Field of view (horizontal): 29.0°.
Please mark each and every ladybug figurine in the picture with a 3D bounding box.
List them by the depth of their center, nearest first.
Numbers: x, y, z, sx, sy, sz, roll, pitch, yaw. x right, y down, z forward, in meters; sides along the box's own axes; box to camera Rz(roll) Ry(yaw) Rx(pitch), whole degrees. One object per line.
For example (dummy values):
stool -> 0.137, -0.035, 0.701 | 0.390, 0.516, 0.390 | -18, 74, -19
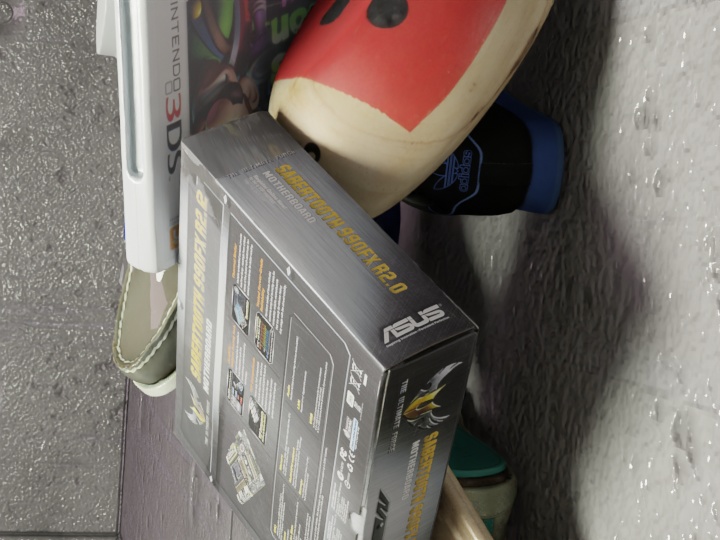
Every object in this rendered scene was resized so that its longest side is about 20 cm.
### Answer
ladybug figurine -> 0.022, -0.113, 0.658 | 0.200, 0.072, 0.136 | -57, 27, -16

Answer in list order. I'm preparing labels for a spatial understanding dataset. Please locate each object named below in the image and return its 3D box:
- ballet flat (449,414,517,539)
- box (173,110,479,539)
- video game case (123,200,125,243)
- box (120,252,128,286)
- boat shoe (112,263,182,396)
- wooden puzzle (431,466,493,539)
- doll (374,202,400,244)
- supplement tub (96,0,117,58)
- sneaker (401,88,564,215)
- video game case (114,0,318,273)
ballet flat -> 0.032, 0.105, 0.783 | 0.200, 0.067, 0.063 | -129, 36, -70
box -> -0.026, 0.054, 0.638 | 0.158, 0.048, 0.201 | 47, 145, 35
video game case -> -0.080, -0.115, 1.033 | 0.045, 0.180, 0.201 | 147, 125, -74
box -> -0.076, 0.010, 0.839 | 0.200, 0.048, 0.159 | 54, 139, 38
boat shoe -> -0.092, -0.036, 0.737 | 0.072, 0.060, 0.203 | 6, 72, 41
wooden puzzle -> 0.031, 0.158, 0.699 | 0.200, 0.037, 0.185 | 54, 148, 24
doll -> 0.000, 0.000, 0.882 | 0.136, 0.048, 0.201 | 32, -110, -71
supplement tub -> -0.110, -0.228, 1.134 | 0.145, 0.199, 0.146 | -177, 90, -76
sneaker -> 0.041, -0.072, 0.756 | 0.200, 0.077, 0.071 | -142, 57, -72
video game case -> -0.044, -0.116, 0.679 | 0.200, 0.023, 0.183 | -34, -45, -48
